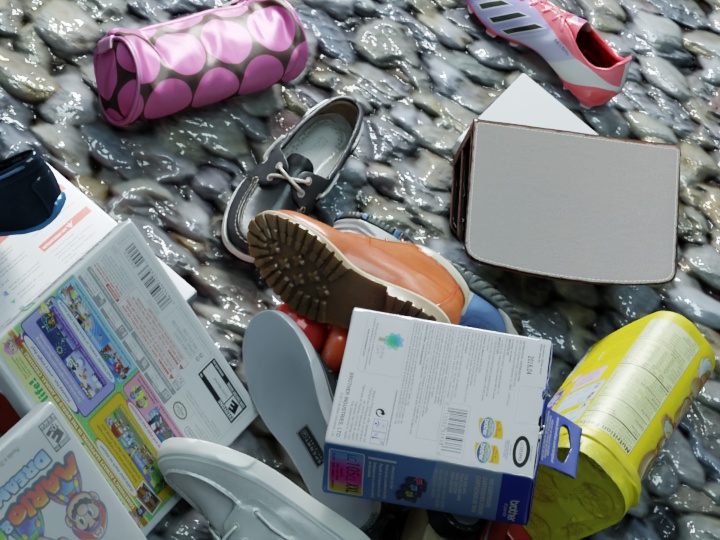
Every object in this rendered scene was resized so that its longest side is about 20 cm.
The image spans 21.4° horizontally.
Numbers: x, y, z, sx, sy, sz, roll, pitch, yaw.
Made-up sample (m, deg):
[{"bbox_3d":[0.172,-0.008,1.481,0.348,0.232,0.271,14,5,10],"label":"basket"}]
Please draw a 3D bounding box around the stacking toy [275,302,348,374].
[{"bbox_3d":[0.015,0.076,1.647,0.198,0.086,0.086,22,51,-3],"label":"stacking toy"}]

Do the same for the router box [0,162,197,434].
[{"bbox_3d":[-0.264,0.029,1.573,0.179,0.049,0.200,40,51,6],"label":"router box"}]

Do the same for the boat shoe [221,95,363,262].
[{"bbox_3d":[-0.057,-0.086,1.734,0.074,0.060,0.200,38,51,4],"label":"boat shoe"}]

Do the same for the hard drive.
[{"bbox_3d":[0.201,-0.093,1.874,0.200,0.026,0.132,40,51,6],"label":"hard drive"}]

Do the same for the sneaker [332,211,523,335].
[{"bbox_3d":[0.052,0.026,1.710,0.199,0.076,0.078,27,72,-3],"label":"sneaker"}]

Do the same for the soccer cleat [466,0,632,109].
[{"bbox_3d":[0.191,-0.249,1.944,0.200,0.077,0.067,43,52,8],"label":"soccer cleat"}]

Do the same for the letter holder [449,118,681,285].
[{"bbox_3d":[0.187,-0.045,1.771,0.198,0.101,0.144,6,72,-6],"label":"letter holder"}]

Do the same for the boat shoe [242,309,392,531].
[{"bbox_3d":[-0.030,0.123,1.596,0.201,0.070,0.066,59,25,15],"label":"boat shoe"}]

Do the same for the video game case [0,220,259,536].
[{"bbox_3d":[-0.189,0.091,1.525,0.182,0.022,0.201,-46,111,-39],"label":"video game case"}]

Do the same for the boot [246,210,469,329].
[{"bbox_3d":[0.000,0.000,1.631,0.199,0.075,0.107,31,36,7],"label":"boot"}]

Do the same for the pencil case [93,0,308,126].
[{"bbox_3d":[-0.150,-0.199,1.756,0.199,0.090,0.095,-21,102,-35],"label":"pencil case"}]

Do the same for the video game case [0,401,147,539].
[{"bbox_3d":[-0.248,0.228,1.409,0.200,0.024,0.183,-44,108,-38],"label":"video game case"}]

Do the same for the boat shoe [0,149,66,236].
[{"bbox_3d":[-0.336,-0.065,1.541,0.198,0.069,0.084,-11,31,8],"label":"boat shoe"}]

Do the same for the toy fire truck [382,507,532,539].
[{"bbox_3d":[0.114,0.283,1.529,0.199,0.129,0.177,33,49,-14],"label":"toy fire truck"}]

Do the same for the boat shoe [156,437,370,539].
[{"bbox_3d":[-0.082,0.205,1.516,0.199,0.072,0.069,37,54,-20],"label":"boat shoe"}]

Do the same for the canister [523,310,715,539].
[{"bbox_3d":[0.210,0.135,1.644,0.087,0.148,0.200,48,49,-7],"label":"canister"}]

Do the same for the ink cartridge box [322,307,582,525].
[{"bbox_3d":[0.078,0.119,1.515,0.198,0.077,0.137,8,52,6],"label":"ink cartridge box"}]
